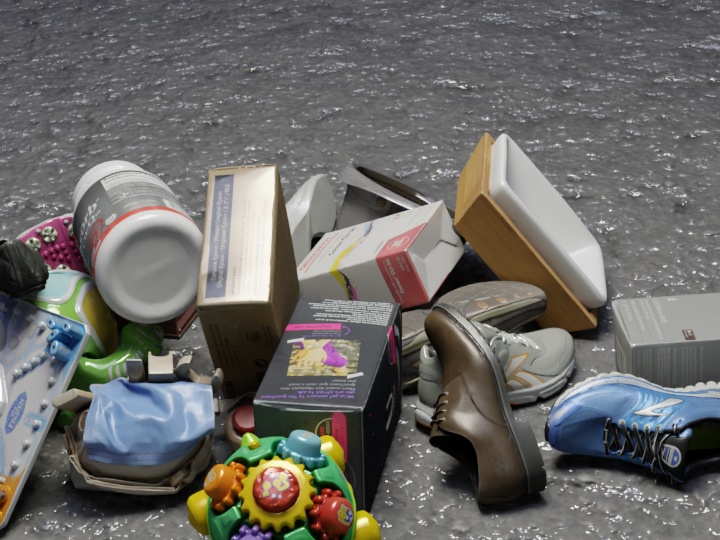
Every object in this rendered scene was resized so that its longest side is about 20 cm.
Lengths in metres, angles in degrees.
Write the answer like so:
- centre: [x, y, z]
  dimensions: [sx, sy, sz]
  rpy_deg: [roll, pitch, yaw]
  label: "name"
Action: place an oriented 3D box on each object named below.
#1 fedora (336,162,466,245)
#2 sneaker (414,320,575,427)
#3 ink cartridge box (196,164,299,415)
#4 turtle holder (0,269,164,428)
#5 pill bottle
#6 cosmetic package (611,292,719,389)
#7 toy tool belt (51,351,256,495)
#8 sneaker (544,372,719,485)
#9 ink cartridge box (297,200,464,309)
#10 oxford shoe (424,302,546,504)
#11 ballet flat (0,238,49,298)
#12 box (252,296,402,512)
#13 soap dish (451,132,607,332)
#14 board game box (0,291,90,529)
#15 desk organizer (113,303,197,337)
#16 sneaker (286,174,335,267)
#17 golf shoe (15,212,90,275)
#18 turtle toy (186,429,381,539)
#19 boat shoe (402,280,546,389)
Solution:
- centre: [0.050, -0.046, 1.788]
  dimensions: [0.198, 0.091, 0.177]
  rpy_deg: [27, 9, 15]
  label: "fedora"
- centre: [0.138, 0.086, 1.548]
  dimensions: [0.199, 0.093, 0.075]
  rpy_deg: [-22, 31, -33]
  label: "sneaker"
- centre: [-0.107, 0.023, 1.533]
  dimensions: [0.074, 0.201, 0.166]
  rpy_deg: [-3, 53, 4]
  label: "ink cartridge box"
- centre: [-0.303, 0.063, 1.570]
  dimensions: [0.184, 0.141, 0.132]
  rpy_deg: [-20, 30, 42]
  label: "turtle holder"
- centre: [-0.229, -0.035, 1.579]
  dimensions: [0.114, 0.117, 0.200]
  rpy_deg: [-12, 25, -16]
  label: "pill bottle"
- centre: [0.356, 0.079, 1.540]
  dimensions: [0.197, 0.091, 0.107]
  rpy_deg: [-7, 24, 0]
  label: "cosmetic package"
- centre: [-0.179, 0.137, 1.444]
  dimensions: [0.197, 0.124, 0.126]
  rpy_deg: [-7, 53, -6]
  label: "toy tool belt"
- centre: [0.268, 0.146, 1.429]
  dimensions: [0.197, 0.079, 0.089]
  rpy_deg: [-2, 24, 3]
  label: "sneaker"
- centre: [0.000, 0.000, 1.687]
  dimensions: [0.198, 0.068, 0.117]
  rpy_deg: [-16, 21, 32]
  label: "ink cartridge box"
- centre: [0.095, 0.120, 1.431]
  dimensions: [0.083, 0.073, 0.202]
  rpy_deg: [-17, 62, -13]
  label: "oxford shoe"
- centre: [-0.344, -0.015, 1.536]
  dimensions: [0.066, 0.058, 0.200]
  rpy_deg: [-16, 13, -19]
  label: "ballet flat"
- centre: [-0.026, 0.124, 1.461]
  dimensions: [0.105, 0.124, 0.201]
  rpy_deg: [4, 28, 11]
  label: "box"
- centre: [0.181, -0.037, 1.691]
  dimensions: [0.081, 0.200, 0.158]
  rpy_deg: [-35, 19, 21]
  label: "soap dish"
- centre: [-0.365, 0.118, 1.473]
  dimensions: [0.199, 0.202, 0.026]
  rpy_deg: [16, -10, 38]
  label: "board game box"
- centre: [-0.285, 0.017, 1.758]
  dimensions: [0.197, 0.078, 0.072]
  rpy_deg: [5, 28, 16]
  label: "desk organizer"
- centre: [-0.092, -0.056, 1.891]
  dimensions: [0.087, 0.076, 0.200]
  rpy_deg: [-6, 26, 23]
  label: "sneaker"
- centre: [-0.298, -0.036, 1.716]
  dimensions: [0.198, 0.076, 0.091]
  rpy_deg: [-17, 14, -28]
  label: "golf shoe"
- centre: [-0.056, 0.216, 1.279]
  dimensions: [0.144, 0.101, 0.201]
  rpy_deg: [-23, 62, -10]
  label: "turtle toy"
- centre: [0.101, 0.068, 1.612]
  dimensions: [0.198, 0.074, 0.075]
  rpy_deg: [-18, 23, -12]
  label: "boat shoe"
